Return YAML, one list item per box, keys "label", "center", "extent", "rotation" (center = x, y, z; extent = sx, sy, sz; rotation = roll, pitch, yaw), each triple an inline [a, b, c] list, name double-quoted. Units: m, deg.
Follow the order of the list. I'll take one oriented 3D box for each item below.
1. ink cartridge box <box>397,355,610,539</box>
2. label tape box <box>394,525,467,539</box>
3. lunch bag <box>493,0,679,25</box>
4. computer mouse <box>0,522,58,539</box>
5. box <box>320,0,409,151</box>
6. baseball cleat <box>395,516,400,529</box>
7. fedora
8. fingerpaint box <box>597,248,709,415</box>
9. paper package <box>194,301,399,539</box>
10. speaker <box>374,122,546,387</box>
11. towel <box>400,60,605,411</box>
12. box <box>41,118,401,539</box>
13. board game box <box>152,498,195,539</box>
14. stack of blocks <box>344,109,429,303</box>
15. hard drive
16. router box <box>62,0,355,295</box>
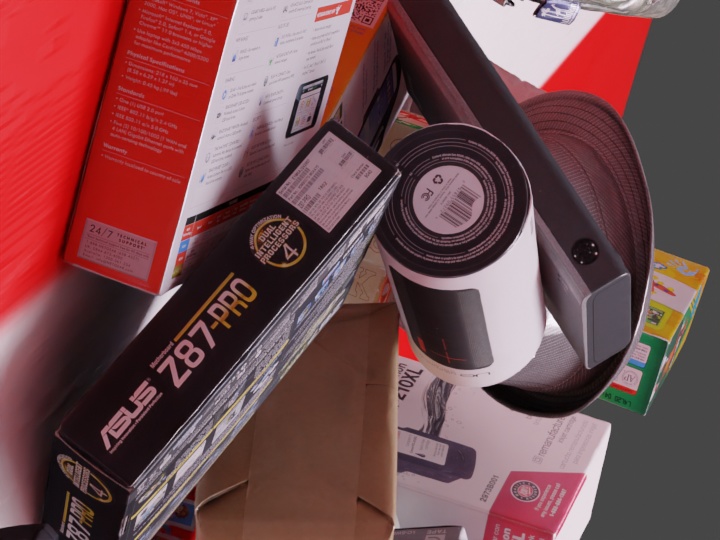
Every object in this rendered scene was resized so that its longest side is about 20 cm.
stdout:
- label: "ink cartridge box"
  center: [0.048, 0.139, 1.592]
  extent: [0.145, 0.199, 0.085]
  rotation: [-52, 155, -56]
- label: "label tape box"
  center: [0.030, 0.271, 1.426]
  extent: [0.200, 0.063, 0.145]
  rotation: [-69, 150, -54]
- label: "lunch bag"
  center: [0.149, -0.268, 1.592]
  extent: [0.167, 0.139, 0.201]
  rotation: [-1, 110, -60]
- label: "computer mouse"
  center: [-0.178, 0.190, 1.024]
  extent: [0.200, 0.046, 0.141]
  rotation: [112, -1, -61]
- label: "box"
  center: [-0.013, -0.093, 1.340]
  extent: [0.119, 0.041, 0.201]
  rotation: [93, 22, -54]
- label: "baseball cleat"
  center: [-0.069, 0.186, 1.479]
  extent: [0.200, 0.107, 0.070]
  rotation: [-37, -170, -29]
- label: "fedora"
  center: [0.089, -0.011, 1.443]
  extent: [0.090, 0.176, 0.202]
  rotation: [2, 84, -43]
- label: "fingerpaint box"
  center: [0.163, 0.023, 1.928]
  extent: [0.167, 0.199, 0.074]
  rotation: [-48, 156, -62]
- label: "paper package"
  center: [-0.035, 0.144, 1.303]
  extent: [0.191, 0.103, 0.201]
  rotation: [-88, -179, -51]
- label: "speaker"
  center: [0.053, -0.004, 1.234]
  extent: [0.200, 0.081, 0.082]
  rotation: [72, 39, -71]
- label: "towel"
  center: [0.080, -0.032, 1.554]
  extent: [0.032, 0.200, 0.192]
  rotation: [6, 109, -38]
- label: "box"
  center: [-0.067, 0.043, 1.107]
  extent: [0.200, 0.049, 0.161]
  rotation: [-51, 171, -24]
- label: "board game box"
  center: [-0.129, 0.195, 1.253]
  extent: [0.158, 0.039, 0.201]
  rotation: [-44, 150, -65]
- label: "stack of blocks"
  center: [0.000, 0.000, 1.490]
  extent: [0.115, 0.058, 0.201]
  rotation: [-13, 121, -76]
- label: "hard drive"
  center: [0.083, -0.052, 1.317]
  extent: [0.033, 0.201, 0.140]
  rotation: [-30, 162, -3]
- label: "router box"
  center: [-0.057, -0.096, 1.103]
  extent: [0.200, 0.049, 0.181]
  rotation: [-31, 138, -72]
